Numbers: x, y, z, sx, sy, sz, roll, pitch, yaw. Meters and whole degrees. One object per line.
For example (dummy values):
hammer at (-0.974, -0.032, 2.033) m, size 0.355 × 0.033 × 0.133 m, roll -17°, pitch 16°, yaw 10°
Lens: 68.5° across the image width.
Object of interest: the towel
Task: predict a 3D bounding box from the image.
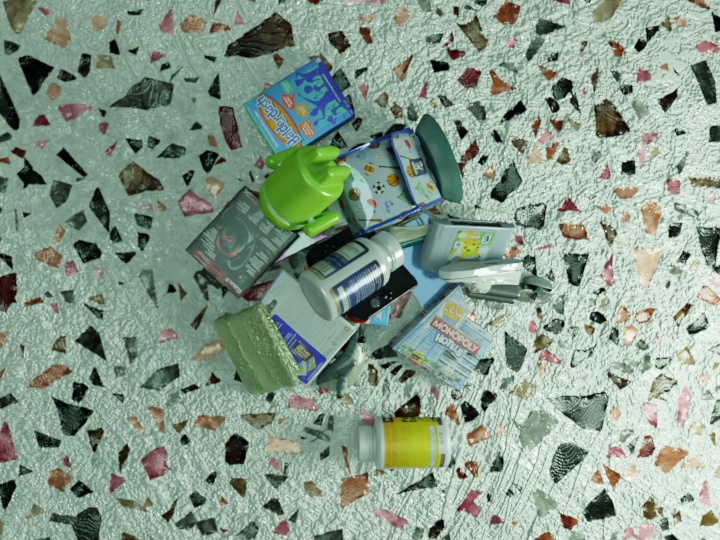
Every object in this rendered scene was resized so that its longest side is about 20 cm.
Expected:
towel at (-0.225, 0.176, 1.152) m, size 0.148 × 0.036 × 0.201 m, roll -20°, pitch 101°, yaw 24°

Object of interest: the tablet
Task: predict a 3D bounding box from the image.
tablet at (0.148, -0.022, 1.217) m, size 0.130 × 0.014 × 0.200 m, roll -33°, pitch 94°, yaw -3°

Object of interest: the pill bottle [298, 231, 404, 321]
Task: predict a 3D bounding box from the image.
pill bottle at (-0.013, 0.004, 1.052) m, size 0.200 × 0.111 × 0.111 m, roll -33°, pitch 93°, yaw -23°

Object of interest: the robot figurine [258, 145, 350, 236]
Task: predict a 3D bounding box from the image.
robot figurine at (-0.113, -0.154, 0.997) m, size 0.200 × 0.116 × 0.176 m, roll -35°, pitch 84°, yaw 36°

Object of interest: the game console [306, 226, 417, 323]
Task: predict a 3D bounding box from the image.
game console at (0.000, 0.000, 1.133) m, size 0.177 × 0.031 × 0.200 m, roll -33°, pitch 73°, yaw -20°

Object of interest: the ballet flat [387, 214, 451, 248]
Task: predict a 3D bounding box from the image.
ballet flat at (0.154, -0.094, 1.180) m, size 0.199 × 0.069 × 0.070 m, roll -10°, pitch 92°, yaw -7°

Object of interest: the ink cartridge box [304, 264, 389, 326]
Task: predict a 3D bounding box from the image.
ink cartridge box at (-0.033, 0.052, 1.181) m, size 0.199 × 0.067 × 0.117 m, roll 8°, pitch 90°, yaw -3°

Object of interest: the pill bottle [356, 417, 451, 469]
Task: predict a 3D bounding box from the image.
pill bottle at (0.093, 0.382, 1.173) m, size 0.199 × 0.109 × 0.110 m, roll 0°, pitch 91°, yaw -4°

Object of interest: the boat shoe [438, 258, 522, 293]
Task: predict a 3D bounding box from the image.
boat shoe at (0.262, 0.018, 1.151) m, size 0.199 × 0.071 × 0.070 m, roll -6°, pitch 105°, yaw -22°

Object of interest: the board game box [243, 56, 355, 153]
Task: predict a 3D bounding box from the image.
board game box at (-0.135, -0.355, 1.179) m, size 0.200 × 0.045 × 0.152 m, roll -34°, pitch 93°, yaw -1°

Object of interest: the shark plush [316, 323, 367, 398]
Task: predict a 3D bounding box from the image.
shark plush at (-0.036, 0.191, 1.157) m, size 0.083 × 0.091 × 0.200 m, roll 31°, pitch 123°, yaw 21°

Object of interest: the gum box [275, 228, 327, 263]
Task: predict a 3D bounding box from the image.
gum box at (-0.177, -0.084, 1.169) m, size 0.200 × 0.066 × 0.114 m, roll -27°, pitch 93°, yaw -2°

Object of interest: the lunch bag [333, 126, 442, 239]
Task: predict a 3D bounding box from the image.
lunch bag at (0.053, -0.181, 1.075) m, size 0.199 × 0.124 × 0.170 m, roll -23°, pitch 94°, yaw -14°

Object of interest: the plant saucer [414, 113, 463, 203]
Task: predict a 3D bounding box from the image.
plant saucer at (0.157, -0.230, 1.121) m, size 0.036 × 0.200 × 0.201 m, roll -23°, pitch 92°, yaw -3°

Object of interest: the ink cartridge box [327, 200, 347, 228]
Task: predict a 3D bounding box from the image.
ink cartridge box at (0.013, -0.193, 1.171) m, size 0.199 × 0.083 × 0.146 m, roll -18°, pitch 92°, yaw -3°

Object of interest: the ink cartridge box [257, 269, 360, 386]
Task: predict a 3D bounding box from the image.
ink cartridge box at (-0.134, 0.121, 1.143) m, size 0.200 × 0.043 × 0.198 m, roll 40°, pitch 117°, yaw 1°

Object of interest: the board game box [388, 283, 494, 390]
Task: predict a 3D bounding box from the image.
board game box at (0.201, 0.140, 1.192) m, size 0.200 × 0.062 × 0.200 m, roll 33°, pitch 91°, yaw -7°

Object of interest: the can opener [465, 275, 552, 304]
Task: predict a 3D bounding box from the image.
can opener at (0.345, 0.040, 1.221) m, size 0.199 × 0.053 × 0.067 m, roll 9°, pitch 58°, yaw -3°

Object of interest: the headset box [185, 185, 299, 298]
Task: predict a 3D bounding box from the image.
headset box at (-0.248, -0.050, 1.094) m, size 0.149 × 0.075 × 0.200 m, roll 42°, pitch 89°, yaw -4°

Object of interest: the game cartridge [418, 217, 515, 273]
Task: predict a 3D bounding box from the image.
game cartridge at (0.233, -0.049, 1.164) m, size 0.199 × 0.041 × 0.134 m, roll 0°, pitch 129°, yaw -19°
